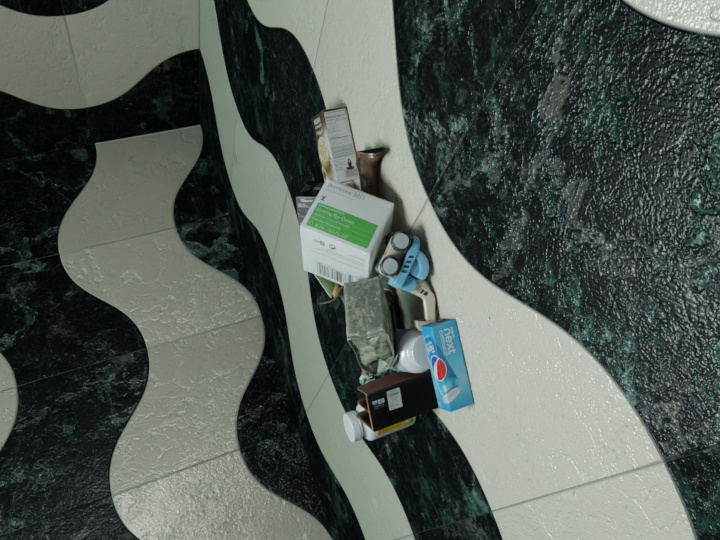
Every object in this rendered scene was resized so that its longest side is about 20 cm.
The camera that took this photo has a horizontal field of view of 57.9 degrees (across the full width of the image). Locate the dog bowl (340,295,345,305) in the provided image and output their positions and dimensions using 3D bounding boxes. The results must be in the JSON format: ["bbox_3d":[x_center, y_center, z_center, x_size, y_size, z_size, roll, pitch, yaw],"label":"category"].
[{"bbox_3d":[0.013,0.145,1.916,0.203,0.058,0.200,59,179,1],"label":"dog bowl"}]

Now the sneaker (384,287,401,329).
[{"bbox_3d":[0.071,0.100,1.812,0.202,0.079,0.078,53,168,-8],"label":"sneaker"}]

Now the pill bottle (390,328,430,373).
[{"bbox_3d":[0.129,0.204,1.662,0.199,0.106,0.112,164,91,-70],"label":"pill bottle"}]

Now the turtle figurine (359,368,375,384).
[{"bbox_3d":[0.065,0.274,1.851,0.200,0.145,0.104,154,117,-79],"label":"turtle figurine"}]

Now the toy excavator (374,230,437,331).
[{"bbox_3d":[0.128,0.026,1.568,0.198,0.196,0.100,-65,7,-4],"label":"toy excavator"}]

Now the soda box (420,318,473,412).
[{"bbox_3d":[0.203,0.221,1.530,0.064,0.066,0.206,173,83,-70],"label":"soda box"}]

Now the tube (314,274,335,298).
[{"bbox_3d":[-0.087,0.014,1.822,0.200,0.056,0.053,-66,-10,-72],"label":"tube"}]

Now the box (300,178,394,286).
[{"bbox_3d":[-0.032,-0.084,1.668,0.195,0.174,0.202,21,150,11],"label":"box"}]

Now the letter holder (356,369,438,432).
[{"bbox_3d":[0.087,0.328,1.727,0.142,0.195,0.103,-168,65,-68],"label":"letter holder"}]

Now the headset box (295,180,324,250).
[{"bbox_3d":[-0.148,-0.170,2.112,0.150,0.075,0.205,-67,-23,-61],"label":"headset box"}]

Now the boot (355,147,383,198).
[{"bbox_3d":[0.035,-0.212,1.696,0.186,0.062,0.206,-138,39,-78],"label":"boot"}]

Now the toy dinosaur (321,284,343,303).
[{"bbox_3d":[-0.061,0.058,1.872,0.061,0.105,0.200,54,-177,-14],"label":"toy dinosaur"}]

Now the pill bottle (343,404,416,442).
[{"bbox_3d":[0.054,0.422,1.881,0.111,0.195,0.114,165,90,-69],"label":"pill bottle"}]

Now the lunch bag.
[{"bbox_3d":[0.032,0.144,1.625,0.202,0.114,0.167,69,-167,-53],"label":"lunch bag"}]

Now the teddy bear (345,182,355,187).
[{"bbox_3d":[-0.050,-0.179,1.912,0.200,0.065,0.148,129,164,-70],"label":"teddy bear"}]

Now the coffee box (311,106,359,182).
[{"bbox_3d":[-0.072,-0.353,1.869,0.114,0.078,0.206,-179,76,-69],"label":"coffee box"}]
